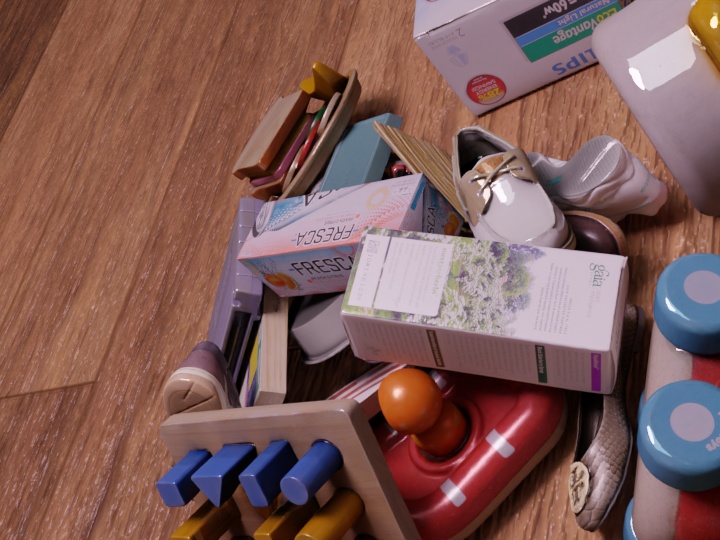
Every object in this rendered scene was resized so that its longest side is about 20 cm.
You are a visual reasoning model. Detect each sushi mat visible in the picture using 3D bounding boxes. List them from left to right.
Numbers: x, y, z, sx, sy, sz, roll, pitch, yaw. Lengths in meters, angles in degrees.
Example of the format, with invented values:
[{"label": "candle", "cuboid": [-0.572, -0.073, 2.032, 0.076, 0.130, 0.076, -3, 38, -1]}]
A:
[{"label": "sushi mat", "cuboid": [0.082, -0.083, 1.129, 0.012, 0.096, 0.200, -59, 34, 20]}]

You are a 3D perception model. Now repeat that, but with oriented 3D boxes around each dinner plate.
[{"label": "dinner plate", "cuboid": [-0.024, 0.129, 1.022, 0.200, 0.024, 0.200, -34, 0, 0]}]

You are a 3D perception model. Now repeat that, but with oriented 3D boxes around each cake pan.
[{"label": "cake pan", "cuboid": [0.000, 0.000, 1.113, 0.200, 0.037, 0.200, -45, 14, 14]}]

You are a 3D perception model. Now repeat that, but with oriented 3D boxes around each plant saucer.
[{"label": "plant saucer", "cuboid": [-0.012, -0.087, 1.171, 0.070, 0.019, 0.200, -14, 39, 31]}]

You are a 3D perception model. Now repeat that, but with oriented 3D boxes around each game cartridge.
[{"label": "game cartridge", "cuboid": [-0.124, 0.039, 1.171, 0.200, 0.038, 0.130, 111, 168, -45]}]

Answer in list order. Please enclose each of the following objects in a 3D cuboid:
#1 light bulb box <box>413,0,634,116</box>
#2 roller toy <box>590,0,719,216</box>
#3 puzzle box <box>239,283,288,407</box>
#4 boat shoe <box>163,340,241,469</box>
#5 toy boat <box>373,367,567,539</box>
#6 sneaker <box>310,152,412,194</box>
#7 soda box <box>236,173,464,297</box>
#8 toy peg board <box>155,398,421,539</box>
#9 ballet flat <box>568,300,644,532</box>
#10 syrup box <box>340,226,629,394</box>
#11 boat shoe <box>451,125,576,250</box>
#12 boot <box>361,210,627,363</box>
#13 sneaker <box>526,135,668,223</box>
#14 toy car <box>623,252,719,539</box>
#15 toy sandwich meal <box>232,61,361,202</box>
[{"label": "light bulb box", "cuboid": [0.169, -0.298, 1.210, 0.198, 0.125, 0.200, -22, 43, 28]}, {"label": "roller toy", "cuboid": [0.280, -0.150, 0.924, 0.140, 0.200, 0.183, -34, 34, 15]}, {"label": "puzzle box", "cuboid": [-0.094, 0.071, 1.144, 0.133, 0.025, 0.200, 112, 162, -49]}, {"label": "boat shoe", "cuboid": [-0.135, 0.144, 1.074, 0.072, 0.200, 0.065, 12, 47, 14]}, {"label": "toy boat", "cuboid": [0.058, 0.124, 0.937, 0.200, 0.131, 0.131, -47, 39, -1]}, {"label": "sneaker", "cuboid": [-0.030, -0.053, 1.232, 0.200, 0.078, 0.082, -31, 33, 7]}, {"label": "soda box", "cuboid": [-0.012, -0.027, 1.012, 0.200, 0.064, 0.068, -6, 50, 44]}, {"label": "toy peg board", "cuboid": [-0.065, 0.213, 0.901, 0.200, 0.199, 0.098, -10, 21, 37]}, {"label": "ballet flat", "cuboid": [0.178, 0.101, 0.895, 0.067, 0.046, 0.200, 125, 165, -56]}, {"label": "syrup box", "cuboid": [0.094, 0.029, 0.880, 0.200, 0.081, 0.079, 8, 62, 14]}, {"label": "boat shoe", "cuboid": [0.113, -0.061, 0.972, 0.075, 0.068, 0.200, -27, 26, -3]}, {"label": "boot", "cuboid": [0.107, 0.023, 0.978, 0.166, 0.072, 0.200, -34, 11, -39]}, {"label": "sneaker", "cuboid": [0.187, -0.063, 1.038, 0.200, 0.080, 0.070, -1, 63, 66]}, {"label": "toy car", "cuboid": [0.278, 0.109, 0.754, 0.200, 0.184, 0.177, 8, 58, 13]}, {"label": "toy sandwich meal", "cuboid": [-0.072, -0.151, 1.300, 0.205, 0.070, 0.205, -56, 11, 17]}]
